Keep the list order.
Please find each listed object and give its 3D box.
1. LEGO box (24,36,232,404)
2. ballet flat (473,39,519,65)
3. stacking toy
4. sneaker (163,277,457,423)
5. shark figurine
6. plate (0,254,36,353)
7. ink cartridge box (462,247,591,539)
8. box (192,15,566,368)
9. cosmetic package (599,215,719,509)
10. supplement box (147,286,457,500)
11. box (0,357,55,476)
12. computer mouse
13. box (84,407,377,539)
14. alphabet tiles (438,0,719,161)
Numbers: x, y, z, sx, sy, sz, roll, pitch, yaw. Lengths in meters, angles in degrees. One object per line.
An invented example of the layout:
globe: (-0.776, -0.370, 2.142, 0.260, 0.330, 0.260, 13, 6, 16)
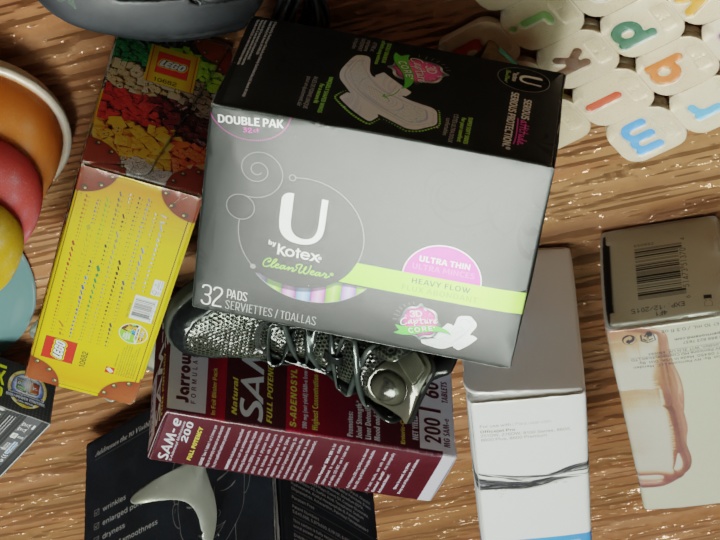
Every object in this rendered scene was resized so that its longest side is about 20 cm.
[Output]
LEGO box: (-0.151, -0.037, 1.208, 0.077, 0.149, 0.200, 15, 133, -9)
ballet flat: (0.016, -0.099, 1.203, 0.200, 0.068, 0.072, -18, 118, 26)
stacking toy: (-0.259, -0.025, 1.181, 0.146, 0.200, 0.146, -3, 142, -2)
sneaker: (-0.022, 0.043, 1.193, 0.199, 0.114, 0.076, -3, 134, -14)
shark figurine: (-0.133, 0.081, 1.336, 0.128, 0.215, 0.090, -40, 149, 2)
plate: (-0.337, 0.015, 1.352, 0.200, 0.026, 0.200, 1, 134, 1)
ink cartridge box: (0.119, 0.103, 1.342, 0.084, 0.145, 0.200, -5, 135, 4)
box: (0.012, -0.049, 1.127, 0.200, 0.124, 0.149, 11, 124, 4)
cosmetic package: (0.229, 0.070, 1.338, 0.087, 0.104, 0.200, -9, 132, 12)
supplement box: (-0.039, 0.084, 1.263, 0.200, 0.109, 0.061, 9, 140, -13)
box: (-0.345, 0.118, 1.417, 0.160, 0.044, 0.200, 23, 138, -24)
computer mouse: (-0.117, -0.182, 1.132, 0.199, 0.053, 0.139, 3, 135, -1)
box: (-0.099, 0.193, 1.392, 0.200, 0.197, 0.124, -30, 137, 28)
alphabet tiles: (0.158, -0.148, 1.179, 0.195, 0.015, 0.200, -26, 129, 32)
